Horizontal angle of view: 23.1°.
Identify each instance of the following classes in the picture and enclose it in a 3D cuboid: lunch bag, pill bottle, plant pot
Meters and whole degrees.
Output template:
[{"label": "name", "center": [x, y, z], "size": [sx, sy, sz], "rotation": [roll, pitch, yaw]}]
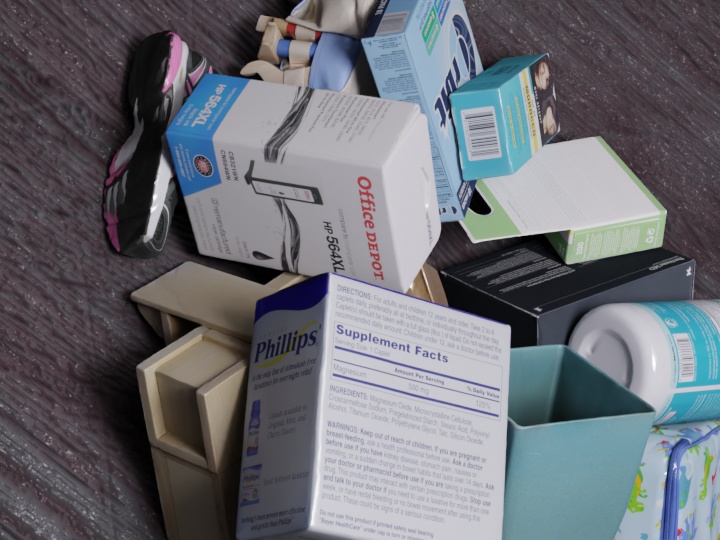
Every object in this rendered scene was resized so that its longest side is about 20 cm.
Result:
[{"label": "lunch bag", "center": [0.282, 0.216, 1.607], "size": [0.200, 0.082, 0.161], "rotation": [-7, 103, -64]}, {"label": "pill bottle", "center": [0.289, 0.082, 1.590], "size": [0.200, 0.111, 0.111], "rotation": [0, 79, -38]}, {"label": "plant pot", "center": [0.138, 0.186, 1.508], "size": [0.141, 0.141, 0.200], "rotation": [-3, 113, -29]}]

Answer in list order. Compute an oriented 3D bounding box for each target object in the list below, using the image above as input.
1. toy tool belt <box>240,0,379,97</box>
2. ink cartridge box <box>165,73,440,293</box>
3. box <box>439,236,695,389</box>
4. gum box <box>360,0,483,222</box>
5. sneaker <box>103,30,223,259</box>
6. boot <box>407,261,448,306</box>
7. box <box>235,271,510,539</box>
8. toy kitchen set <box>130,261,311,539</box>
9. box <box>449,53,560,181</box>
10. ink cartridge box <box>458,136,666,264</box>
[{"label": "toy tool belt", "center": [-0.048, -0.180, 1.603], "size": [0.200, 0.123, 0.125], "rotation": [-68, 152, -20]}, {"label": "ink cartridge box", "center": [-0.045, -0.073, 1.473], "size": [0.146, 0.200, 0.084], "rotation": [78, 31, -42]}, {"label": "box", "center": [0.195, 0.028, 1.661], "size": [0.200, 0.141, 0.079], "rotation": [-17, 115, -32]}, {"label": "gum box", "center": [0.067, -0.173, 1.610], "size": [0.170, 0.044, 0.200], "rotation": [-69, 147, -49]}, {"label": "sneaker", "center": [-0.156, -0.104, 1.528], "size": [0.086, 0.080, 0.200], "rotation": [21, 74, -37]}, {"label": "boot", "center": [0.012, -0.028, 1.618], "size": [0.075, 0.074, 0.200], "rotation": [-23, 93, -23]}, {"label": "box", "center": [0.012, 0.124, 1.378], "size": [0.184, 0.105, 0.200], "rotation": [17, 68, -33]}, {"label": "toy kitchen set", "center": [-0.110, 0.106, 1.505], "size": [0.200, 0.163, 0.181], "rotation": [-33, 128, -40]}, {"label": "box", "center": [0.138, -0.147, 1.657], "size": [0.200, 0.049, 0.082], "rotation": [-41, 123, -65]}, {"label": "ink cartridge box", "center": [0.171, -0.064, 1.684], "size": [0.200, 0.146, 0.048], "rotation": [-11, 128, -17]}]
